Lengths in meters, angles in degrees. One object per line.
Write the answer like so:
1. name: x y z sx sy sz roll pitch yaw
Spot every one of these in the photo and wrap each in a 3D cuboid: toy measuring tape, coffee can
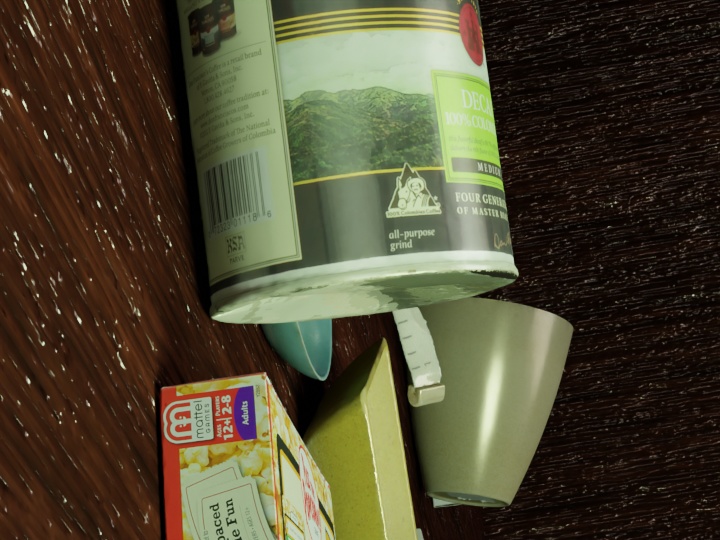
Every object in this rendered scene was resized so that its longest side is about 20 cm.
1. toy measuring tape: 0.000 0.000 1.093 0.074 0.073 0.201 60 12 -75
2. coffee can: -0.011 -0.085 0.792 0.146 0.145 0.201 42 40 -81

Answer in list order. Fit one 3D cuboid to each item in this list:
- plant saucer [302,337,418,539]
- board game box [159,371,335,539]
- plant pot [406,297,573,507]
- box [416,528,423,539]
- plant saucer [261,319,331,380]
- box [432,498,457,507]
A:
1. plant saucer: 0.003 0.158 1.075 0.200 0.048 0.201 -57 139 -82
2. board game box: -0.036 0.162 0.676 0.152 0.046 0.201 70 13 -63
3. plant pot: 0.128 0.150 1.832 0.187 0.186 0.201 64 33 -72
4. box: 0.046 0.279 1.372 0.201 0.038 0.042 75 7 -49
5. plant saucer: -0.047 -0.035 0.965 0.200 0.027 0.202 -9 90 -85
6. box: 0.094 0.163 2.027 0.156 0.041 0.201 -70 150 -77
